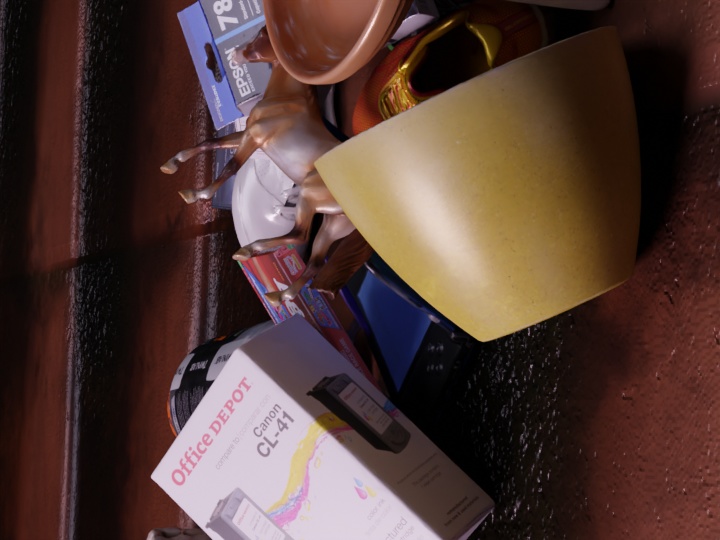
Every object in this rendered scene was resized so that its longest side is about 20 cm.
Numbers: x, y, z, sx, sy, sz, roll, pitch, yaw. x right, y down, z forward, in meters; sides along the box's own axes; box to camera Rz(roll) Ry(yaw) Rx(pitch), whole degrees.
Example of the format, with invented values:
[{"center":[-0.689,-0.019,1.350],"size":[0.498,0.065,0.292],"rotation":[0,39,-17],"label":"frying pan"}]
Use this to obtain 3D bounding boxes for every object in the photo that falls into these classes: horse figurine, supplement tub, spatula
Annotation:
[{"center":[-0.047,-0.064,1.169],"size":[0.200,0.132,0.050],"rotation":[50,177,25],"label":"horse figurine"},{"center":[-0.086,0.108,1.456],"size":[0.200,0.122,0.123],"rotation":[162,110,-63],"label":"supplement tub"},{"center":[-0.005,0.061,1.313],"size":[0.200,0.021,0.057],"rotation":[83,165,-48],"label":"spatula"}]

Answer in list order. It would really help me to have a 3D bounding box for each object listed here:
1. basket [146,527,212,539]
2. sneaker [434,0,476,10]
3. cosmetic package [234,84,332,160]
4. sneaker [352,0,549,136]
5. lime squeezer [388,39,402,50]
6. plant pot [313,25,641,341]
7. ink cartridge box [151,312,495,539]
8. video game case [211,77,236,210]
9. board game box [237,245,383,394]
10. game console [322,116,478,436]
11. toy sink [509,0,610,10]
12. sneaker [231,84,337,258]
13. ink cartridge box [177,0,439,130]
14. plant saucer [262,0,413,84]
[{"center":[-0.143,0.334,1.538],"size":[0.124,0.135,0.200],"rotation":[-108,32,-46],"label":"basket"},{"center":[0.029,-0.217,1.272],"size":[0.075,0.081,0.200],"rotation":[-44,28,-8],"label":"sneaker"},{"center":[-0.048,-0.176,1.366],"size":[0.200,0.051,0.083],"rotation":[-68,-19,-48],"label":"cosmetic package"},{"center":[0.042,-0.131,1.167],"size":[0.073,0.077,0.200],"rotation":[59,143,5],"label":"sneaker"},{"center":[0.058,-0.134,1.225],"size":[0.200,0.038,0.071],"rotation":[37,166,32],"label":"lime squeezer"},{"center":[0.091,-0.041,1.046],"size":[0.200,0.200,0.142],"rotation":[-24,90,63],"label":"plant pot"},{"center":[-0.029,0.155,1.220],"size":[0.200,0.086,0.148],"rotation":[42,121,11],"label":"ink cartridge box"},{"center":[-0.096,-0.126,1.638],"size":[0.200,0.019,0.143],"rotation":[-170,85,-66],"label":"video game case"},{"center":[-0.022,0.070,1.304],"size":[0.200,0.019,0.103],"rotation":[59,161,-7],"label":"board game box"},{"center":[0.000,0.000,1.287],"size":[0.200,0.118,0.171],"rotation":[-113,36,-45],"label":"game console"},{"center":[0.092,-0.274,1.112],"size":[0.112,0.130,0.201],"rotation":[-160,74,-65],"label":"toy sink"},{"center":[-0.056,-0.093,1.490],"size":[0.088,0.075,0.201],"rotation":[5,90,54],"label":"sneaker"},{"center":[-0.049,-0.182,1.223],"size":[0.200,0.039,0.100],"rotation":[-25,81,27],"label":"ink cartridge box"},{"center":[-0.007,-0.218,1.113],"size":[0.200,0.037,0.201],"rotation":[-15,72,60],"label":"plant saucer"}]
